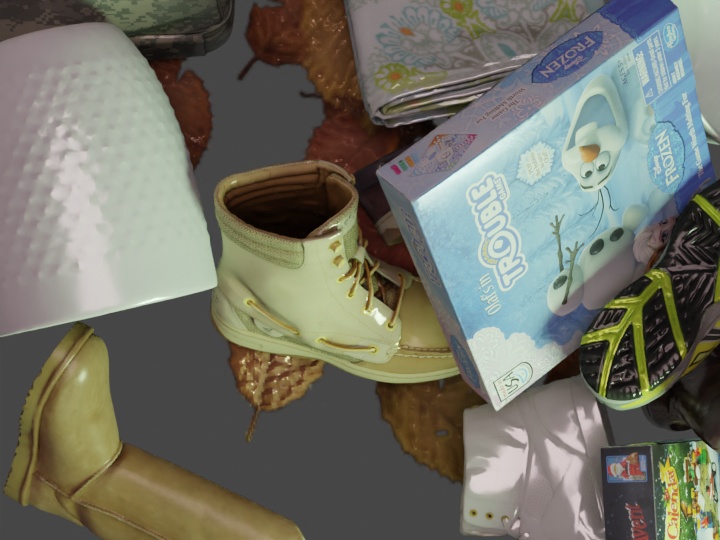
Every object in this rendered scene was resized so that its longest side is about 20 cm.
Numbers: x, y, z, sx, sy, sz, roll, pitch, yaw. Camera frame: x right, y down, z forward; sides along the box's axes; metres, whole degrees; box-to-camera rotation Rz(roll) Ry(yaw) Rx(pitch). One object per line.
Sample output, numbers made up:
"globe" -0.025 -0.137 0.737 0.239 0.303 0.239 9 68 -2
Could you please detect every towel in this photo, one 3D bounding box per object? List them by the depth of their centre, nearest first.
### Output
"towel" 0.072 -0.195 1.185 0.169 0.048 0.202 -9 62 -2

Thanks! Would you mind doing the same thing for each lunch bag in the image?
"lunch bag" -0.175 -0.218 1.153 0.198 0.168 0.141 -2 86 -2

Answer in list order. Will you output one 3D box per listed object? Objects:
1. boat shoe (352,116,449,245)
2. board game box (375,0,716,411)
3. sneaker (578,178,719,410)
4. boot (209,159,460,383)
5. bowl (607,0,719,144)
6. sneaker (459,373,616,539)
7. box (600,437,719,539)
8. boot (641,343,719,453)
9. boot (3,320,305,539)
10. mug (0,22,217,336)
"boat shoe" 0.079 -0.100 1.199 0.200 0.072 0.065 -40 91 1
"board game box" 0.124 -0.041 1.073 0.198 0.201 0.043 -36 46 -10
"sneaker" 0.214 0.008 1.111 0.200 0.076 0.076 -39 72 -5
"boot" 0.000 0.000 1.144 0.198 0.156 0.073 10 57 2
"bowl" 0.229 -0.173 1.179 0.200 0.090 0.203 3 86 -43
"sneaker" 0.127 0.178 1.185 0.114 0.074 0.202 -14 88 10
"box" 0.207 0.212 1.146 0.037 0.136 0.202 -6 85 32
"boot" 0.266 0.040 1.126 0.064 0.200 0.187 40 86 0
"boot" -0.124 0.135 1.144 0.199 0.176 0.066 27 47 3
"mug" -0.194 -0.058 1.136 0.147 0.199 0.177 -13 92 -35
